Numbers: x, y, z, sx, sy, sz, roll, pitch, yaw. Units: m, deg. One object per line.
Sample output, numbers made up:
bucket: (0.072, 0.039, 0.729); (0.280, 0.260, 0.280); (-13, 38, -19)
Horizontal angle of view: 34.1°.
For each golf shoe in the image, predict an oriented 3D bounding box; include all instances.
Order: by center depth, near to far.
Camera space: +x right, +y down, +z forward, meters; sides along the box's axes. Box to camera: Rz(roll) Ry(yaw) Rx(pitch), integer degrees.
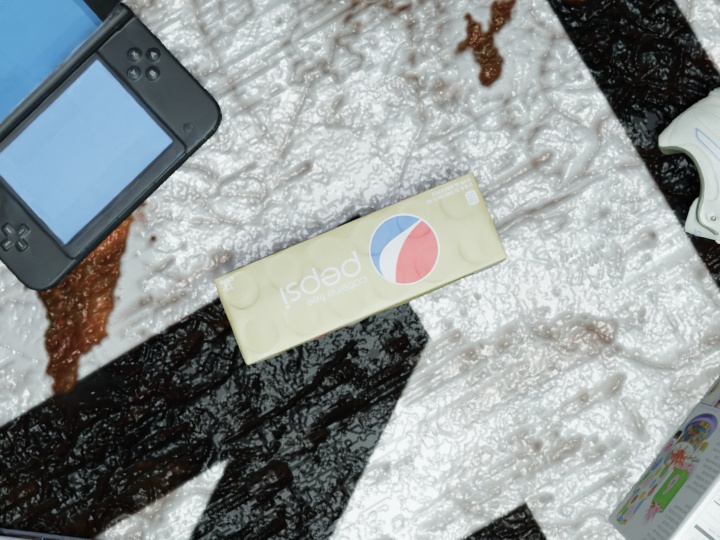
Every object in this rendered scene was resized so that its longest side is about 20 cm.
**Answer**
golf shoe: (0.285, -0.033, 0.838); (0.097, 0.078, 0.201); (-26, 79, 13)

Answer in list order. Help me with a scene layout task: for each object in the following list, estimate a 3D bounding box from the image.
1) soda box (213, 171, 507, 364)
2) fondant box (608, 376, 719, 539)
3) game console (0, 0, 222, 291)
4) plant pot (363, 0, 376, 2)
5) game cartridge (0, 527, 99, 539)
soda box: (0.000, 0.000, 0.844); (0.199, 0.064, 0.068); (-22, 87, 0)
fondant box: (0.261, 0.121, 0.788); (0.058, 0.144, 0.200); (39, 90, 2)
game console: (-0.228, -0.110, 0.830); (0.200, 0.118, 0.171); (-44, 87, 0)
plant pot: (-0.045, -0.314, 0.804); (0.197, 0.200, 0.201); (24, 89, 11)
game cartridge: (-0.213, 0.263, 0.856); (0.199, 0.042, 0.134); (6, 84, 2)
